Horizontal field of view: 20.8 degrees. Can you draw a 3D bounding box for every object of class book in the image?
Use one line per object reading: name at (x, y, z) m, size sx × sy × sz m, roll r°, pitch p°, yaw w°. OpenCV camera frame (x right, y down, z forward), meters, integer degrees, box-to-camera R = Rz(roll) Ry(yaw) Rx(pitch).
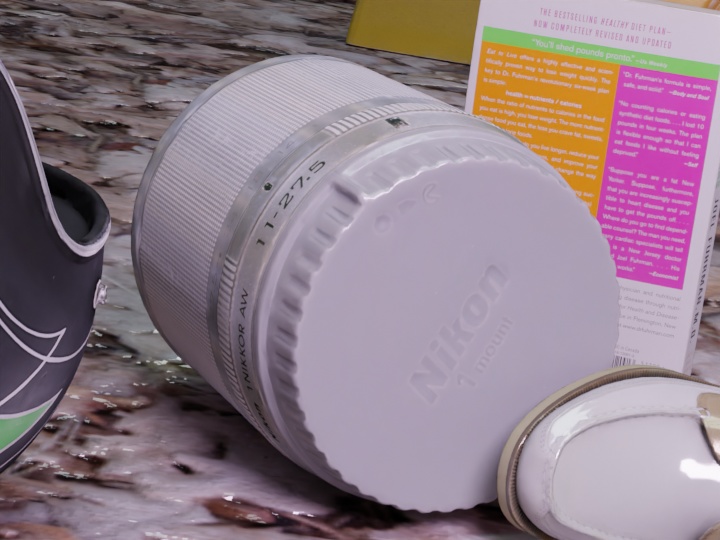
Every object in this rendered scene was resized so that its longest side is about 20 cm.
book at (0.114, -0.038, 0.989) m, size 0.133 × 0.202 × 0.048 m, roll 13°, pitch 14°, yaw 19°

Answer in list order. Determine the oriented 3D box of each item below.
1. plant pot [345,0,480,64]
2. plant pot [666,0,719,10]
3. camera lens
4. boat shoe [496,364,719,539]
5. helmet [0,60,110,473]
plant pot at (0.107, -0.356, 2.393) m, size 0.198 × 0.178 × 0.200 m, roll 11°, pitch 13°, yaw 8°
plant pot at (0.302, -0.138, 1.602) m, size 0.182 × 0.201 × 0.200 m, roll 29°, pitch 19°, yaw 17°
camera lens at (0.000, 0.000, 0.842) m, size 0.159 × 0.161 × 0.200 m, roll 2°, pitch 15°, yaw -26°
boat shoe at (0.148, 0.081, 0.783) m, size 0.199 × 0.075 × 0.068 m, roll 1°, pitch 9°, yaw -33°
helmet at (-0.185, 0.000, 0.659) m, size 0.198 × 0.191 × 0.201 m, roll -12°, pitch 42°, yaw 11°
